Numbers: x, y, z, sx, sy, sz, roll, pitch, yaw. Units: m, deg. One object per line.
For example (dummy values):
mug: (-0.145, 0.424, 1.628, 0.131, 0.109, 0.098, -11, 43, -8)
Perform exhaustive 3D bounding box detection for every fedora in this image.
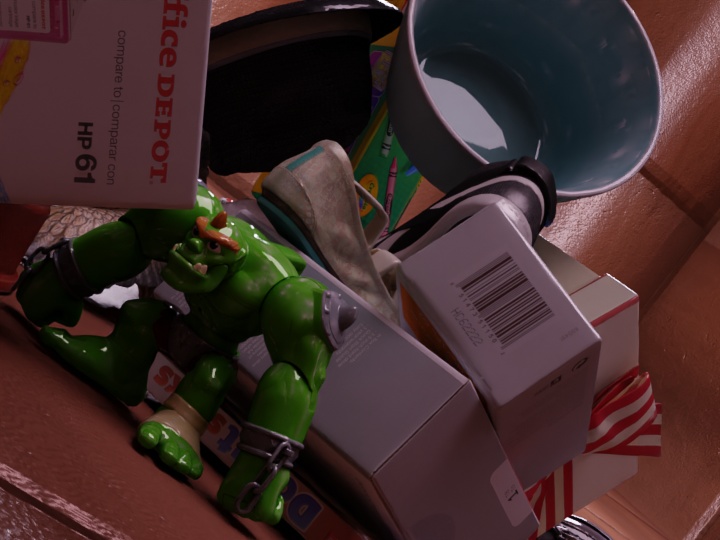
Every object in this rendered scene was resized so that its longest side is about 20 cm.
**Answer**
fedora: (-0.055, -0.120, 1.454, 0.201, 0.199, 0.092, 24, 52, -81)

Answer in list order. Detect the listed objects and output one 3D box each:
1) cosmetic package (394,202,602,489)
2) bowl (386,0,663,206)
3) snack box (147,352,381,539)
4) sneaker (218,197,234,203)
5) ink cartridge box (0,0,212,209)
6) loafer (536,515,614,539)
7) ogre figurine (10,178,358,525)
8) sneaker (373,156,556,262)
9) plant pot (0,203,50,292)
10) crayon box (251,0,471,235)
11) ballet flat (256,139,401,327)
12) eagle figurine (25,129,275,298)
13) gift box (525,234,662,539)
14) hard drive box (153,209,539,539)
cosmetic package: (0.077, 0.053, 1.194, 0.102, 0.071, 0.200, 54, -10, 20)
bowl: (0.096, -0.121, 1.432, 0.200, 0.201, 0.105, 38, -35, -10)
snack box: (-0.042, 0.117, 1.145, 0.200, 0.024, 0.072, 39, -2, 32)
sneaker: (-0.078, 0.017, 1.539, 0.067, 0.108, 0.201, 36, 3, -39)
ink cartridge box: (-0.175, -0.111, 1.021, 0.199, 0.145, 0.085, 1, 15, -17)
loafer: (0.124, 0.210, 1.611, 0.200, 0.072, 0.063, 33, 20, 15)
ogre figurine: (-0.085, 0.027, 1.077, 0.098, 0.120, 0.200, 37, 1, -41)
sneaker: (0.047, -0.004, 1.327, 0.073, 0.200, 0.112, 56, 36, -7)
plant pot: (-0.213, -0.126, 1.153, 0.200, 0.196, 0.201, 38, 3, -2)
crayon box: (0.013, -0.120, 1.538, 0.058, 0.201, 0.119, 34, -10, -32)
ballet flat: (0.000, 0.000, 1.233, 0.067, 0.062, 0.200, 36, -18, 36)
eagle figurine: (-0.159, -0.045, 1.379, 0.152, 0.151, 0.200, 50, -4, 27)
gift box: (0.093, 0.090, 1.429, 0.187, 0.184, 0.201, 37, -31, 42)
hard drive box: (-0.008, 0.080, 1.183, 0.200, 0.077, 0.156, 38, -16, 37)
